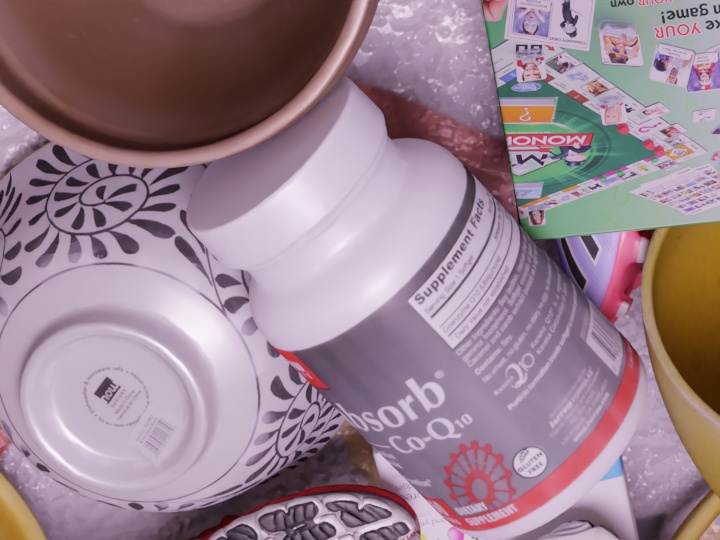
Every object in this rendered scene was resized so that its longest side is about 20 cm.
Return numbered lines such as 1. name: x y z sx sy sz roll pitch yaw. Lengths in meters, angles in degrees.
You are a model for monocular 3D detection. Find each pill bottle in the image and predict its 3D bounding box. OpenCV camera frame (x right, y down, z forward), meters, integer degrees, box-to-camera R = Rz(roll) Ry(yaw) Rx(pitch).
1. pill bottle: 0.024 0.015 1.294 0.116 0.116 0.200 -38 113 15

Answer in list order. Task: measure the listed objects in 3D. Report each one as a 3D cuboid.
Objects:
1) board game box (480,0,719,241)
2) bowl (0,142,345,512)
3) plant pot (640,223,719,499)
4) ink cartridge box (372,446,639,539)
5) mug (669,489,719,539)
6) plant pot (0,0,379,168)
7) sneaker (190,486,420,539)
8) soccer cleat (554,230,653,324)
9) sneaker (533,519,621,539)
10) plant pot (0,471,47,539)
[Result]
1. board game box: 0.158 -0.088 1.288 0.200 0.029 0.135 -6 111 14
2. bowl: -0.102 0.041 1.357 0.201 0.094 0.201 6 119 11
3. plant pot: 0.226 0.056 1.360 0.200 0.200 0.142 -3 140 0
4. ink cartridge box: 0.082 0.149 1.450 0.115 0.068 0.200 -12 115 4
5. mug: 0.255 0.178 1.423 0.153 0.149 0.187 -46 114 -9
6. plant pot: -0.079 -0.148 1.275 0.201 0.093 0.201 2 99 14
7. sneaker: -0.054 0.142 1.415 0.200 0.085 0.077 -27 110 29
8. soccer cleat: 0.109 -0.065 1.360 0.076 0.067 0.200 16 118 15
9. sneaker: 0.134 0.210 1.360 0.085 0.077 0.200 -39 73 -20
10. plant pot: -0.270 0.187 1.398 0.201 0.201 0.189 30 126 -15
